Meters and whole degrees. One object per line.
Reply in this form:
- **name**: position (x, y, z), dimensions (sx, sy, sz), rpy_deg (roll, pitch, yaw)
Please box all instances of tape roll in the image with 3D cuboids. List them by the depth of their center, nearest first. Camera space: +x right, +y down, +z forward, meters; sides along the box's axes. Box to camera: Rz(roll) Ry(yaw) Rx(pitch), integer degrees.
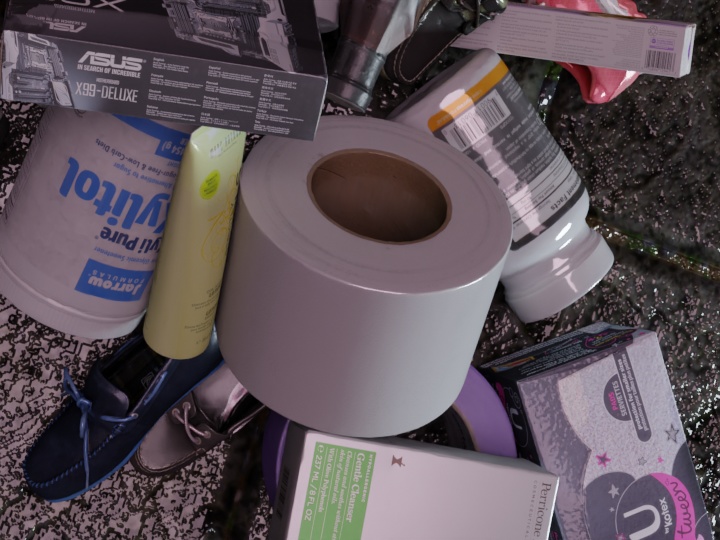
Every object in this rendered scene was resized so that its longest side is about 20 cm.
- **tape roll**: position (0.000, 0.000, 0.948), dimensions (0.199, 0.204, 0.141), rpy_deg (6, 130, -13)
- **tape roll**: position (0.022, 0.155, 1.050), dimensions (0.196, 0.085, 0.204), rpy_deg (-1, 93, -12)

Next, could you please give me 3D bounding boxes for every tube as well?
- **tube**: position (-0.112, -0.027, 0.890), dimensions (0.051, 0.058, 0.202), rpy_deg (1, 130, -21)

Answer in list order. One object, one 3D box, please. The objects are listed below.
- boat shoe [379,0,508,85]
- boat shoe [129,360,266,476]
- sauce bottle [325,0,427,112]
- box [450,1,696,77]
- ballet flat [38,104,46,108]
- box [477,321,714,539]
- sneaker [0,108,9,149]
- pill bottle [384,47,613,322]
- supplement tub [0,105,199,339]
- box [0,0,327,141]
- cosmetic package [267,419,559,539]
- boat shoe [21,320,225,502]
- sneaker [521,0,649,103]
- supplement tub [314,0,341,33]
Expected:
- **boat shoe**: position (0.087, -0.225, 1.005), dimensions (0.066, 0.072, 0.202), rpy_deg (38, 92, 30)
- **boat shoe**: position (-0.105, 0.091, 1.033), dimensions (0.199, 0.057, 0.067), rpy_deg (-40, 100, -8)
- **sauce bottle**: position (0.025, -0.217, 0.957), dimensions (0.065, 0.066, 0.203), rpy_deg (21, 89, -12)
- **box**: position (0.165, -0.188, 1.033), dimensions (0.197, 0.039, 0.042), rpy_deg (12, 108, 24)
- **ballet flat**: position (-0.164, -0.141, 1.007), dimensions (0.196, 0.069, 0.071), rpy_deg (6, 91, -13)
- **box**: position (0.197, 0.160, 1.073), dimensions (0.130, 0.115, 0.203), rpy_deg (-18, 96, -11)
- **sneaker**: position (-0.308, -0.029, 0.983), dimensions (0.087, 0.076, 0.202), rpy_deg (29, 93, -22)
- **pill bottle**: position (0.113, -0.066, 1.047), dimensions (0.116, 0.116, 0.201), rpy_deg (-37, 100, -9)
- **supplement tub**: position (-0.177, -0.067, 0.938), dimensions (0.130, 0.132, 0.202), rpy_deg (24, 114, -12)
- **box**: position (-0.127, -0.156, 0.840), dimensions (0.196, 0.159, 0.050), rpy_deg (7, 126, -13)
- **cosmetic package**: position (0.037, 0.182, 0.969), dimensions (0.197, 0.085, 0.110), rpy_deg (10, 88, -11)
- **boat shoe**: position (-0.189, 0.089, 0.997), dimensions (0.200, 0.069, 0.084), rpy_deg (-47, 58, -7)
- **sneaker**: position (0.164, -0.223, 1.073), dimensions (0.087, 0.074, 0.200), rpy_deg (-44, 100, -6)
- **supplement tub**: position (-0.071, -0.290, 0.982), dimensions (0.142, 0.145, 0.204), rpy_deg (3, 91, -12)
